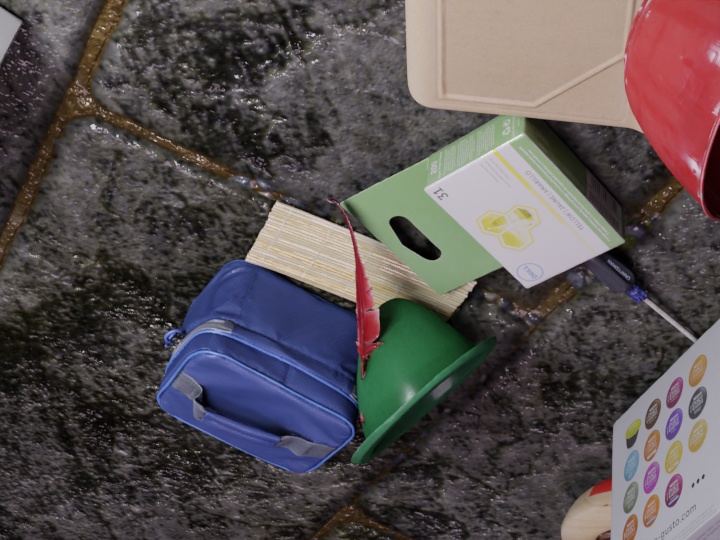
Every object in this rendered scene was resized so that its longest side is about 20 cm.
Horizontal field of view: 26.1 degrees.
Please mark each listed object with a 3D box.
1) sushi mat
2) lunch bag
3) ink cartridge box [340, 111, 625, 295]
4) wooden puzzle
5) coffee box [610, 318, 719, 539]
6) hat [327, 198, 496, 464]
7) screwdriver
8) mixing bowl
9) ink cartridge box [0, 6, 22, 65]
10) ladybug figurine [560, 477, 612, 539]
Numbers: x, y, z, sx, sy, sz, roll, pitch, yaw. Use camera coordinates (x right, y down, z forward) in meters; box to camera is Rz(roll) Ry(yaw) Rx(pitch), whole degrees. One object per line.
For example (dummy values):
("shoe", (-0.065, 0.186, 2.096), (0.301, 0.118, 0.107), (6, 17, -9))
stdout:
("sushi mat", (0.000, 0.000, 1.410), (0.199, 0.012, 0.096), (21, 139, -8))
("lunch bag", (-0.093, 0.096, 1.458), (0.199, 0.133, 0.136), (26, 139, -15))
("ink cartridge box", (0.099, -0.041, 1.295), (0.199, 0.048, 0.145), (-28, 126, 31))
("wooden puzzle", (0.129, -0.185, 1.140), (0.198, 0.037, 0.186), (11, 141, 12))
("coffee box", (0.355, 0.198, 1.385), (0.199, 0.199, 0.200), (20, 140, -12))
("hat", (0.012, 0.048, 1.409), (0.176, 0.165, 0.200), (49, 122, 10))
("screwdriver", (0.257, 0.034, 1.359), (0.028, 0.029, 0.200), (-26, 125, 39))
("mixing bowl", (0.250, -0.147, 1.049), (0.108, 0.200, 0.201), (36, 150, 29))
("ink cartridge box", (-0.405, -0.169, 1.230), (0.199, 0.145, 0.147), (32, 138, -19))
("ladybug figurine", (0.301, 0.250, 1.565), (0.199, 0.072, 0.136), (-6, 136, 24))
